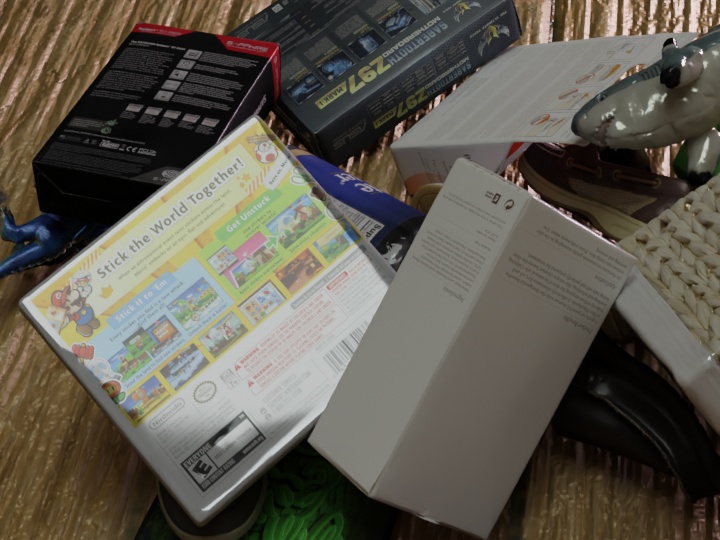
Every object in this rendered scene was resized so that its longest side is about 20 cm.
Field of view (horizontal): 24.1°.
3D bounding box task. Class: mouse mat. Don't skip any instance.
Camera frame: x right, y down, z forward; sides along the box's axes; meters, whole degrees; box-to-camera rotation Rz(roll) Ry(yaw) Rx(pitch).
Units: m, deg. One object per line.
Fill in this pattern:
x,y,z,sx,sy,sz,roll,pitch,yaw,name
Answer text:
-0.044,0.128,1.114,0.159,0.008,0.201,10,47,15,mouse mat

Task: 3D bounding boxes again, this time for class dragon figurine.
-0.211,-0.026,1.249,0.098,0.059,0.201,14,45,19,dragon figurine

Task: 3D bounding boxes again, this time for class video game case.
-0.083,0.028,1.066,0.199,0.023,0.182,-39,80,-14,video game case

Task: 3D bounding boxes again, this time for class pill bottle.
0.000,0.000,1.167,0.199,0.113,0.112,29,53,30,pill bottle

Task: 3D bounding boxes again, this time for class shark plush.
0.231,-0.151,1.153,0.083,0.091,0.201,16,60,48,shark plush

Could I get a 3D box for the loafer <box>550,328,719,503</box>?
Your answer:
0.159,0.090,1.102,0.071,0.073,0.200,-43,51,-3,loafer

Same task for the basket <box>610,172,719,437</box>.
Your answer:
0.243,0.036,1.027,0.123,0.136,0.200,-41,21,5,basket

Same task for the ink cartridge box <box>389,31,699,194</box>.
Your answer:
0.143,-0.118,1.270,0.199,0.051,0.162,6,39,46,ink cartridge box

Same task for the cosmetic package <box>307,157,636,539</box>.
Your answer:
0.068,0.049,1.031,0.085,0.107,0.201,34,95,53,cosmetic package

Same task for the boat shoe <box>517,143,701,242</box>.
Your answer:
0.183,-0.069,1.216,0.071,0.073,0.200,16,13,-25,boat shoe

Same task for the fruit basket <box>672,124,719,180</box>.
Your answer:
0.351,-0.075,1.205,0.213,0.156,0.218,-10,54,13,fruit basket

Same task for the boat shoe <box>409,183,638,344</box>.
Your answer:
0.128,-0.010,1.205,0.199,0.072,0.069,28,31,22,boat shoe

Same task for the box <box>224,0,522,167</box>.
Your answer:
0.009,-0.191,1.377,0.199,0.051,0.158,-36,49,-8,box

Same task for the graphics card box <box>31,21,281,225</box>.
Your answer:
-0.147,-0.109,1.262,0.124,0.051,0.201,10,40,12,graphics card box

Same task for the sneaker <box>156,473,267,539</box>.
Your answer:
-0.101,0.074,1.093,0.074,0.107,0.201,-4,43,0,sneaker
